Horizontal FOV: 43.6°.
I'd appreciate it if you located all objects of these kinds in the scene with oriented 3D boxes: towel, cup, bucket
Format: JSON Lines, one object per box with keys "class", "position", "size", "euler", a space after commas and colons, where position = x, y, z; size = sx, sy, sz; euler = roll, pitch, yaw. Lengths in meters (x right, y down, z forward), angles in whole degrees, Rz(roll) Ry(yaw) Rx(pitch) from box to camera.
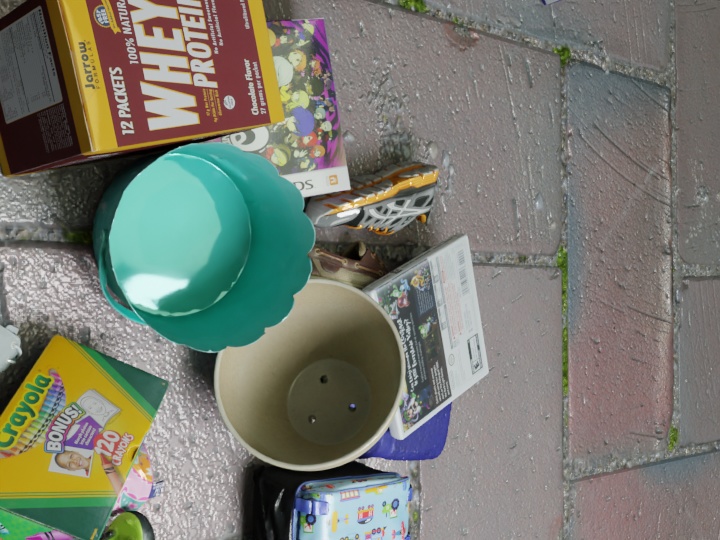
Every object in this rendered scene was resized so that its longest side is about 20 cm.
{"class": "towel", "position": [0.035, 0.164, 1.140], "size": [0.199, 0.049, 0.149], "euler": [12, 88, -41]}
{"class": "cup", "position": [-0.044, 0.127, 0.983], "size": [0.143, 0.199, 0.202], "euler": [69, 39, -67]}
{"class": "bucket", "position": [-0.162, -0.027, 0.889], "size": [0.206, 0.135, 0.209], "euler": [-4, 98, -28]}

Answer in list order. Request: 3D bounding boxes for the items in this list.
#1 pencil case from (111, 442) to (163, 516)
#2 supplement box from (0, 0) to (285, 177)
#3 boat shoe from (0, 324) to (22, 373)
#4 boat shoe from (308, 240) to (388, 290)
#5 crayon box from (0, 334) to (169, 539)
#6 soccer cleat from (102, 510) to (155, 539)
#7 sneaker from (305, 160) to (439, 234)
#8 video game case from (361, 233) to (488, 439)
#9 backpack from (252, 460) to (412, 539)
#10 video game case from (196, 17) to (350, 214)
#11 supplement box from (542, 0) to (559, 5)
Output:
{"class": "pencil case", "position": [-0.289, 0.204, 0.830], "size": [0.199, 0.087, 0.088], "euler": [-4, 91, -42]}
{"class": "supplement box", "position": [-0.214, -0.176, 0.830], "size": [0.196, 0.199, 0.134], "euler": [-17, 100, -40]}
{"class": "boat shoe", "position": [-0.338, 0.061, 0.801], "size": [0.071, 0.070, 0.203], "euler": [-14, 96, -38]}
{"class": "boat shoe", "position": [0.000, 0.000, 1.098], "size": [0.199, 0.072, 0.073], "euler": [8, 85, -34]}
{"class": "crayon box", "position": [-0.256, 0.156, 0.784], "size": [0.118, 0.058, 0.201], "euler": [24, 33, -8]}
{"class": "soccer cleat", "position": [-0.217, 0.320, 0.889], "size": [0.081, 0.067, 0.202], "euler": [-17, 119, -52]}
{"class": "sneaker", "position": [0.021, -0.078, 1.117], "size": [0.199, 0.078, 0.078], "euler": [-18, 120, -33]}
{"class": "video game case", "position": [0.085, 0.079, 1.117], "size": [0.181, 0.023, 0.201], "euler": [-30, 118, -39]}
{"class": "backpack", "position": [-0.034, 0.325, 1.016], "size": [0.182, 0.134, 0.202], "euler": [8, 86, -40]}
{"class": "video game case", "position": [-0.109, -0.175, 1.007], "size": [0.180, 0.036, 0.202], "euler": [-11, 96, -28]}
{"class": "supplement box", "position": [0.350, -0.512, 1.397], "size": [0.200, 0.103, 0.102], "euler": [-48, 117, -33]}
